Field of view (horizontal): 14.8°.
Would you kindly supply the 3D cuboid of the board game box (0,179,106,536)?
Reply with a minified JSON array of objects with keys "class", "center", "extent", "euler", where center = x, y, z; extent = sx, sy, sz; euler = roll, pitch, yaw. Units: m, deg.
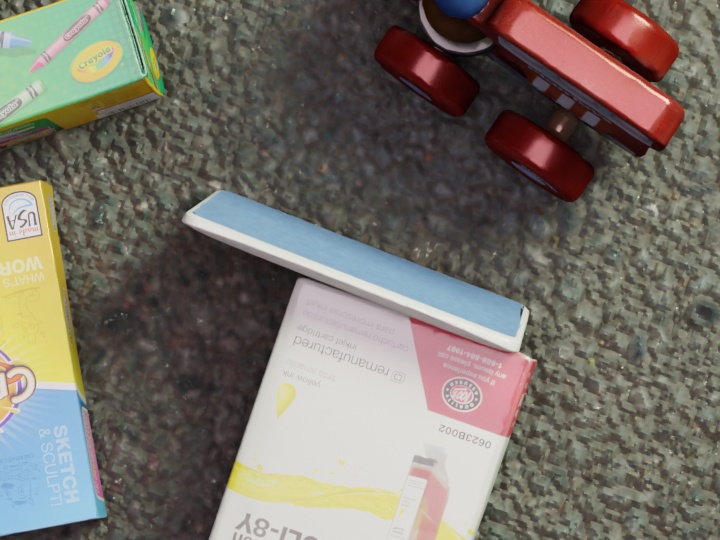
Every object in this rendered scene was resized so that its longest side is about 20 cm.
[{"class":"board game box","center":[-0.240,0.060,1.621],"extent":[0.152,0.040,0.201],"euler":[-11,86,1]}]

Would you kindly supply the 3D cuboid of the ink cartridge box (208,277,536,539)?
[{"class":"ink cartridge box","center":[0.002,0.121,1.586],"extent":[0.144,0.083,0.201],"euler":[19,90,4]}]

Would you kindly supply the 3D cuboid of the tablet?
[{"class":"tablet","center":[0.000,0.000,1.574],"extent":[0.199,0.130,0.014],"euler":[21,99,3]}]

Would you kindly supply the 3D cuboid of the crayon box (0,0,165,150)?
[{"class":"crayon box","center":[-0.217,-0.101,1.590],"extent":[0.199,0.119,0.059],"euler":[-18,88,0]}]

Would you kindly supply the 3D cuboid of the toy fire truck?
[{"class":"toy fire truck","center":[0.092,-0.131,1.559],"extent":[0.200,0.168,0.112],"euler":[36,88,3]}]
